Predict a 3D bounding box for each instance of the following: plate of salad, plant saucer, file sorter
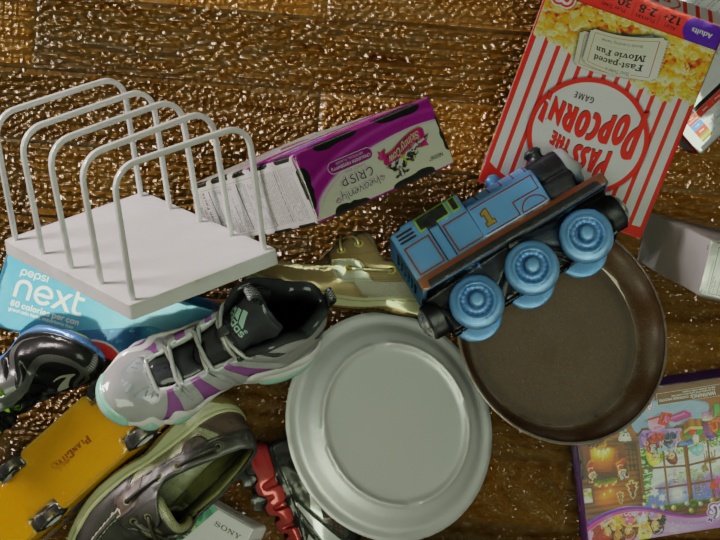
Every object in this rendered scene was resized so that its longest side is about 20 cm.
[{"bbox_3d":[0.023,0.136,1.752,0.199,0.048,0.201,6,75,-24],"label":"plate of salad"},{"bbox_3d":[0.171,0.054,1.752,0.199,0.032,0.201,5,74,-19],"label":"plant saucer"},{"bbox_3d":[-0.185,-0.064,1.610,0.138,0.200,0.125,-22,119,-32],"label":"file sorter"}]

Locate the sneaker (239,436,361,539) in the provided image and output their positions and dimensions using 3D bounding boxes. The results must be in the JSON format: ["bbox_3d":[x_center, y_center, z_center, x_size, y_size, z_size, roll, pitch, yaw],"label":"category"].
[{"bbox_3d":[-0.026,0.228,1.763,0.098,0.071,0.201,-26,98,0],"label":"sneaker"}]

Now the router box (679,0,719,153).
[{"bbox_3d":[0.304,-0.234,1.751,0.200,0.049,0.180,-42,99,0],"label":"router box"}]

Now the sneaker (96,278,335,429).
[{"bbox_3d":[-0.112,0.053,1.612,0.199,0.140,0.078,-22,73,-25],"label":"sneaker"}]

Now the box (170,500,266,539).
[{"bbox_3d":[-0.188,0.275,1.742,0.144,0.036,0.201,27,92,17],"label":"box"}]

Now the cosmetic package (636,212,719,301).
[{"bbox_3d":[0.299,-0.007,1.703,0.082,0.200,0.051,14,96,-8],"label":"cosmetic package"}]

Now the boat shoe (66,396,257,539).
[{"bbox_3d":[-0.166,0.192,1.679,0.201,0.066,0.072,-45,131,5],"label":"boat shoe"}]

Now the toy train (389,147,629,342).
[{"bbox_3d":[0.122,-0.024,1.679,0.199,0.087,0.115,-31,79,-5],"label":"toy train"}]

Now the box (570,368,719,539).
[{"bbox_3d":[0.289,0.163,1.805,0.199,0.039,0.138,-9,98,-5],"label":"box"}]

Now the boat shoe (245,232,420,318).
[{"bbox_3d":[0.000,0.000,1.741,0.199,0.074,0.067,7,93,-17],"label":"boat shoe"}]

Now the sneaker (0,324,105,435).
[{"bbox_3d":[-0.294,0.107,1.683,0.199,0.083,0.071,-23,134,22],"label":"sneaker"}]

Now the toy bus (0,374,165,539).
[{"bbox_3d":[-0.242,0.161,1.708,0.200,0.078,0.065,-42,80,10],"label":"toy bus"}]

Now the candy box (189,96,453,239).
[{"bbox_3d":[-0.035,-0.077,1.639,0.136,0.200,0.061,-25,98,-27],"label":"candy box"}]

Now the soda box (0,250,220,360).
[{"bbox_3d":[-0.212,0.038,1.722,0.199,0.064,0.068,17,95,-7],"label":"soda box"}]

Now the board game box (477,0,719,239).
[{"bbox_3d":[0.203,-0.145,1.714,0.151,0.046,0.201,19,113,1],"label":"board game box"}]
